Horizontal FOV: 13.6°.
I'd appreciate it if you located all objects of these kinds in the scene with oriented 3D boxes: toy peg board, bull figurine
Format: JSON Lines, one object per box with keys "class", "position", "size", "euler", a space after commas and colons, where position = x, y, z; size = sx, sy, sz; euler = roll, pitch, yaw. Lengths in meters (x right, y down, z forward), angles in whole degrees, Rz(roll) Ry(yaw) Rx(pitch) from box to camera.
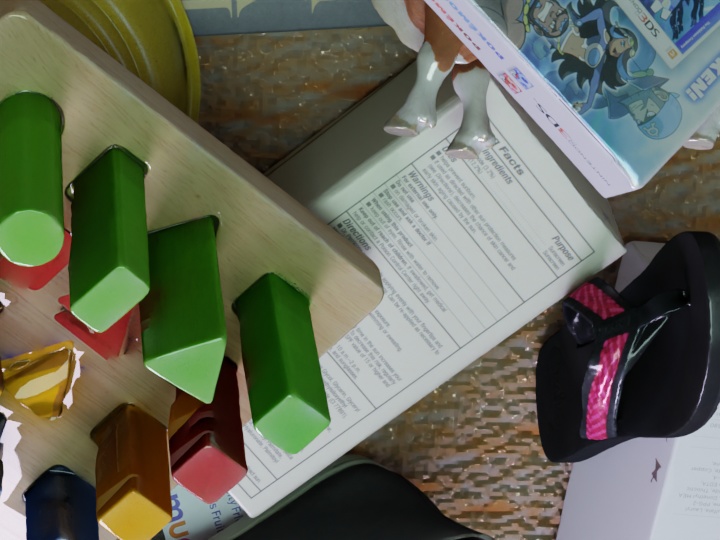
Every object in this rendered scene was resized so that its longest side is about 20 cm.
{"class": "toy peg board", "position": [-0.123, 0.035, 1.168], "size": [0.200, 0.098, 0.199], "euler": [38, 112, -27]}
{"class": "bull figurine", "position": [0.066, -0.106, 1.178], "size": [0.199, 0.065, 0.122], "euler": [2, 79, 14]}

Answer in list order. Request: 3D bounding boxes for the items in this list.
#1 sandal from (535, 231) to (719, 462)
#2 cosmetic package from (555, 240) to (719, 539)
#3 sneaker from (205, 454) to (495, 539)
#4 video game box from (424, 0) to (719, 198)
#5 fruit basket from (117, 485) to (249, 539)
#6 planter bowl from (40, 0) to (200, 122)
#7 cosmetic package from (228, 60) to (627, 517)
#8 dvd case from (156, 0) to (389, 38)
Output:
{"class": "sandal", "position": [0.100, 0.039, 1.242], "size": [0.045, 0.200, 0.076], "euler": [3, 72, -18]}
{"class": "cosmetic package", "position": [0.143, 0.101, 1.307], "size": [0.081, 0.113, 0.201], "euler": [7, 112, -15]}
{"class": "sneaker", "position": [-0.038, 0.158, 1.277], "size": [0.200, 0.106, 0.075], "euler": [-42, 118, -17]}
{"class": "video game box", "position": [0.101, -0.161, 1.110], "size": [0.200, 0.047, 0.182], "euler": [-45, 95, -13]}
{"class": "fruit basket", "position": [-0.124, 0.197, 1.340], "size": [0.199, 0.094, 0.186], "euler": [-15, 115, -2]}
{"class": "planter bowl", "position": [-0.164, -0.056, 1.215], "size": [0.199, 0.084, 0.202], "euler": [-1, 120, -1]}
{"class": "cosmetic package", "position": [0.000, 0.000, 1.271], "size": [0.200, 0.073, 0.104], "euler": [-35, 112, 10]}
{"class": "dvd case", "position": [-0.012, -0.169, 1.225], "size": [0.199, 0.016, 0.150], "euler": [-3, 115, -4]}
